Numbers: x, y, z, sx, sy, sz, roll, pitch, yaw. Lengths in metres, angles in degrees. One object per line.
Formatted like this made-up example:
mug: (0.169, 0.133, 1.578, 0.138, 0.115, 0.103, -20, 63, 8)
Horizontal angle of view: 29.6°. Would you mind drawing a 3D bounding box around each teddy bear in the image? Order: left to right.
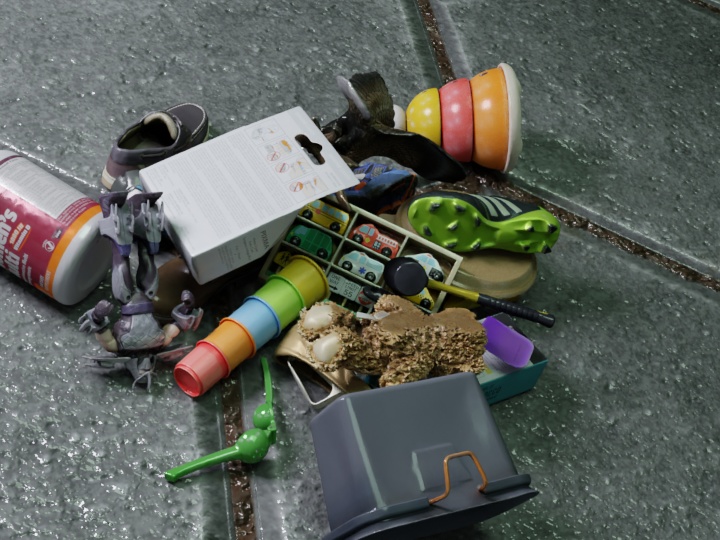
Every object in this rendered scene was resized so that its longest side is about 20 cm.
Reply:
teddy bear: (0.031, 0.079, 1.408, 0.199, 0.067, 0.145, -5, 29, -32)

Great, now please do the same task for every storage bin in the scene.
storage bin: (0.052, 0.177, 1.286, 0.199, 0.146, 0.135, -9, 71, -29)

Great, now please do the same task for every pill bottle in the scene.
pill bottle: (-0.358, -0.058, 1.428, 0.199, 0.110, 0.110, 30, 40, 11)

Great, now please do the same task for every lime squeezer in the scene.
lime squeezer: (-0.113, 0.158, 1.362, 0.070, 0.038, 0.200, 2, 32, 27)

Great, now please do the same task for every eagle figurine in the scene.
eagle figurine: (0.018, -0.157, 1.589, 0.199, 0.153, 0.150, -17, 9, -37)

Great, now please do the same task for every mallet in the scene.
mallet: (0.122, 0.029, 1.487, 0.199, 0.041, 0.066, 17, 2, -4)

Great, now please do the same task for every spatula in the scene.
spatula: (0.094, 0.057, 1.495, 0.199, 0.021, 0.057, 19, 38, 9)

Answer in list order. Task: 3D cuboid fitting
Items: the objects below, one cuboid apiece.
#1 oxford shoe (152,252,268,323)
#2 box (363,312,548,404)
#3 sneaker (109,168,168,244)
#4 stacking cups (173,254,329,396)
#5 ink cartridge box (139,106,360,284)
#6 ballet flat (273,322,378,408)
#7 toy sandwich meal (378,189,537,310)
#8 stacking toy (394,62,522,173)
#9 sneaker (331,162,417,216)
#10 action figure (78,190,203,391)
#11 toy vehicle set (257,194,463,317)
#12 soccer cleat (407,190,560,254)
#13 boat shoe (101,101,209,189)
oxford shoe: (-0.171, -0.010, 1.479, 0.073, 0.085, 0.200, 37, 43, 16)
box: (0.105, 0.112, 1.492, 0.199, 0.049, 0.082, -15, 51, -36)
sneaker: (-0.184, -0.072, 1.565, 0.199, 0.073, 0.082, -8, 57, -20)
stacking cups: (-0.119, 0.059, 1.434, 0.060, 0.061, 0.200, 37, 53, 19)
ink cartridge box: (-0.119, -0.086, 1.469, 0.199, 0.047, 0.160, -24, 47, -14)
ballet flat: (-0.015, 0.135, 1.416, 0.063, 0.069, 0.200, -39, 62, -17)
toy sandwich meal: (0.115, -0.017, 1.635, 0.204, 0.070, 0.206, 15, 39, -13)
stacking toy: (0.111, -0.200, 1.811, 0.198, 0.147, 0.147, -2, 42, -4)
sneaker: (-0.019, -0.084, 1.655, 0.078, 0.076, 0.199, 30, 32, 32)
action figure: (-0.226, 0.022, 1.370, 0.130, 0.069, 0.202, -5, 89, -43)
toy vehicle set: (0.000, 0.000, 1.537, 0.199, 0.027, 0.125, 25, 75, 5)
soccer cleat: (0.139, -0.060, 1.598, 0.199, 0.068, 0.081, 8, 23, -23)
boat shoe: (-0.238, -0.159, 1.632, 0.072, 0.065, 0.200, 29, 39, 12)
